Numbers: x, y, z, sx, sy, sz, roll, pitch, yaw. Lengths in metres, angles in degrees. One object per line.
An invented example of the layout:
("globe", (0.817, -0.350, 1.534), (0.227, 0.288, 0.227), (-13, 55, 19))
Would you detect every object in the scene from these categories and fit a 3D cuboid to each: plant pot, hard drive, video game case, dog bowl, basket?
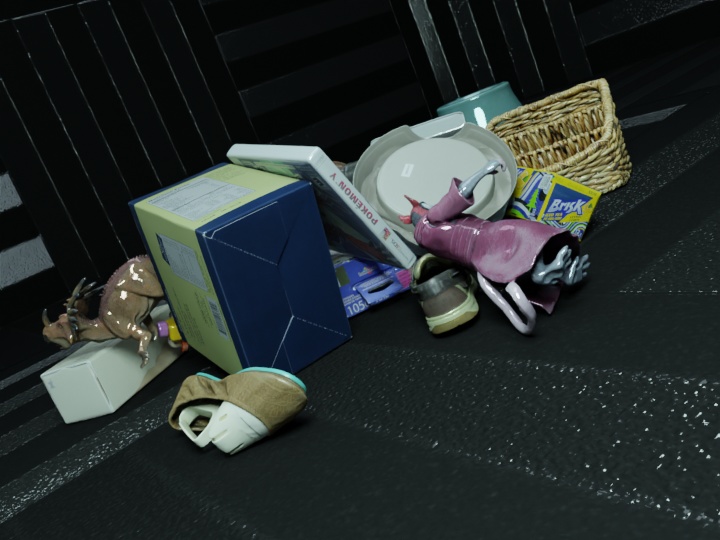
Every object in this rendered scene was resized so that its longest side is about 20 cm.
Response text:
("plant pot", (0.227, -0.223, 1.224), (0.200, 0.188, 0.200), (-22, 13, 5))
("hard drive", (0.106, -0.158, 1.019), (0.132, 0.026, 0.200), (-16, -20, 13))
("video game case", (-0.050, -0.076, 0.803), (0.200, 0.182, 0.023), (15, 65, 54))
("dog bowl", (0.093, -0.102, 0.862), (0.200, 0.059, 0.200), (-5, 51, 6))
("basket", (0.282, -0.177, 1.028), (0.200, 0.149, 0.143), (-14, 15, 30))

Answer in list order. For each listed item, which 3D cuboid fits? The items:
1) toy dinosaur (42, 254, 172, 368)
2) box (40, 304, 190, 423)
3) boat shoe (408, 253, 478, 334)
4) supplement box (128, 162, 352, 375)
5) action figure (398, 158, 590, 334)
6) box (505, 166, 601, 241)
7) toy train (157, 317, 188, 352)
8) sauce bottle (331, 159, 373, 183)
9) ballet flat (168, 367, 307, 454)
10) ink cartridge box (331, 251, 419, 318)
("toy dinosaur", (-0.303, 0.034, 0.885), (0.200, 0.135, 0.086), (-57, 18, -16))
("box", (-0.341, 0.127, 0.983), (0.095, 0.078, 0.200), (-16, 14, 24))
("boat shoe", (0.090, 0.009, 0.766), (0.073, 0.065, 0.200), (-23, 11, 4))
("supplement box", (-0.139, -0.001, 0.797), (0.134, 0.200, 0.200), (-29, 30, -29))
("action figure", (0.115, -0.019, 0.684), (0.200, 0.134, 0.149), (21, 62, 30))
("box", (0.218, -0.094, 0.887), (0.070, 0.064, 0.200), (19, 8, -17))
("toy train", (-0.207, 0.086, 1.003), (0.150, 0.056, 0.200), (-4, 8, 3))
("sauce bottle", (-0.057, -0.118, 0.981), (0.200, 0.066, 0.066), (-15, 14, 38))
("ballet flat", (-0.125, 0.133, 0.645), (0.200, 0.068, 0.072), (-8, 39, 48))
("ink cartridge box", (0.000, 0.000, 0.935), (0.136, 0.076, 0.200), (-25, 11, -9))
